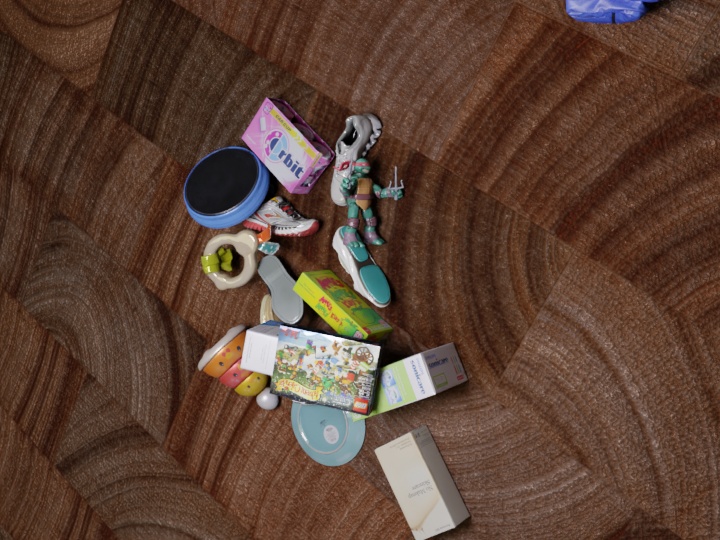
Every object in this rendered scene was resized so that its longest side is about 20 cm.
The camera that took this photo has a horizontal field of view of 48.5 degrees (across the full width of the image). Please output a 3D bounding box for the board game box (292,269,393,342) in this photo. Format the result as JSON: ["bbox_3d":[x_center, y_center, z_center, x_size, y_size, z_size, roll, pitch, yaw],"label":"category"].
[{"bbox_3d":[-0.037,0.080,1.670,0.200,0.102,0.048,42,114,23],"label":"board game box"}]

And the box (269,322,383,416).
[{"bbox_3d":[-0.065,0.187,1.522,0.200,0.038,0.137,11,96,11],"label":"box"}]

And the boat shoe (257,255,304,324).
[{"bbox_3d":[-0.163,0.049,1.742,0.076,0.060,0.200,-29,51,4],"label":"boat shoe"}]

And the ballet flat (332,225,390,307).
[{"bbox_3d":[0.000,0.000,1.671,0.069,0.069,0.200,-39,69,28],"label":"ballet flat"}]

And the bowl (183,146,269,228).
[{"bbox_3d":[-0.298,-0.187,1.757,0.200,0.039,0.201,-10,58,16],"label":"bowl"}]

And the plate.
[{"bbox_3d":[-0.079,0.334,1.761,0.200,0.026,0.201,2,94,32],"label":"plate"}]

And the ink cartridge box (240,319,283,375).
[{"bbox_3d":[-0.122,0.170,1.628,0.200,0.145,0.084,12,98,11],"label":"ink cartridge box"}]

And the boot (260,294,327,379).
[{"bbox_3d":[-0.137,0.139,1.758,0.155,0.073,0.200,-14,80,29],"label":"boot"}]

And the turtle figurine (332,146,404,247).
[{"bbox_3d":[0.010,-0.151,1.615,0.101,0.149,0.200,24,115,59],"label":"turtle figurine"}]

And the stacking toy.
[{"bbox_3d":[-0.258,0.236,1.831,0.200,0.146,0.146,46,117,1],"label":"stacking toy"}]

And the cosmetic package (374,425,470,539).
[{"bbox_3d":[0.123,0.428,1.611,0.103,0.073,0.200,-34,74,30],"label":"cosmetic package"}]

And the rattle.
[{"bbox_3d":[-0.247,-0.045,1.795,0.200,0.143,0.130,-38,74,17],"label":"rattle"}]

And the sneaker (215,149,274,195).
[{"bbox_3d":[-0.274,-0.225,1.819,0.200,0.074,0.088,16,97,32],"label":"sneaker"}]

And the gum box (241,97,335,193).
[{"bbox_3d":[-0.156,-0.268,1.740,0.200,0.066,0.114,48,117,21],"label":"gum box"}]

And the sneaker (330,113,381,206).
[{"bbox_3d":[-0.026,-0.231,1.654,0.075,0.081,0.200,26,109,27],"label":"sneaker"}]

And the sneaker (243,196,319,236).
[{"bbox_3d":[-0.177,-0.120,1.760,0.200,0.078,0.082,13,99,31],"label":"sneaker"}]

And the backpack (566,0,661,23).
[{"bbox_3d":[0.436,-0.490,1.296,0.200,0.163,0.168,5,117,24],"label":"backpack"}]

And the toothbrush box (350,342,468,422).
[{"bbox_3d":[0.086,0.220,1.575,0.200,0.146,0.086,-26,80,31],"label":"toothbrush box"}]

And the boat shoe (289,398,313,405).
[{"bbox_3d":[-0.065,0.253,1.705,0.200,0.060,0.074,-3,76,20],"label":"boat shoe"}]
